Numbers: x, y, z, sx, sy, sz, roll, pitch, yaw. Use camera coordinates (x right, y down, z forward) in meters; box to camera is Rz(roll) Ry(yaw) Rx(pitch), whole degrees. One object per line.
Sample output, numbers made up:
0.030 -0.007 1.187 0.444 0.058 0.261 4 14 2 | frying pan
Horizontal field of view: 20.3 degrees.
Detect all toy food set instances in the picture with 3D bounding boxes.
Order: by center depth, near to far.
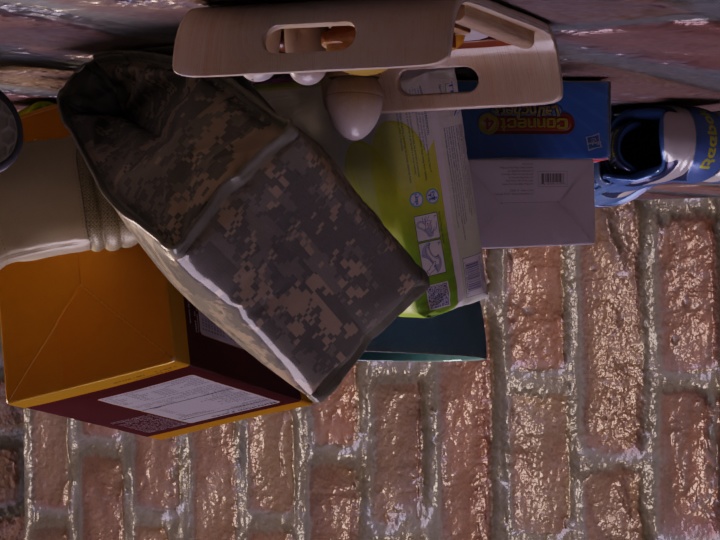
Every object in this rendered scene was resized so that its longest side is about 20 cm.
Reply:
0.010 -0.102 1.040 0.142 0.061 0.200 -1 180 21 | toy food set

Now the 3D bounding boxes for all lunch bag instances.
-0.078 -0.041 1.176 0.200 0.118 0.164 37 171 48 | lunch bag

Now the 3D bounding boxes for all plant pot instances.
0.000 0.000 1.570 0.198 0.136 0.200 1 175 0 | plant pot

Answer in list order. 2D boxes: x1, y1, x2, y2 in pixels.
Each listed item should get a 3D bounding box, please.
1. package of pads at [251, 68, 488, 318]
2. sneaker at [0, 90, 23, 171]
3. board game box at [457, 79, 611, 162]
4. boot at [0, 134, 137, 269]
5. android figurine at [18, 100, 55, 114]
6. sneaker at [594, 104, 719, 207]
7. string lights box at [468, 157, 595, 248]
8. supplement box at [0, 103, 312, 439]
-0.008 -0.054 1.289 0.068 0.156 0.199 -15 -170 -36 | package of pads
-0.311 -0.083 1.217 0.200 0.078 0.146 6 170 -16 | sneaker
0.061 -0.101 1.464 0.198 0.056 0.196 -1 179 -8 | board game box
-0.228 -0.067 1.291 0.154 0.073 0.200 -14 -141 -11 | boot
-0.178 -0.105 1.551 0.180 0.042 0.200 -1 179 -21 | android figurine
0.215 -0.097 1.633 0.082 0.075 0.199 2 171 -36 | sneaker
0.064 -0.044 1.380 0.102 0.060 0.200 -2 180 -27 | string lights box
-0.144 -0.001 1.408 0.132 0.199 0.200 -14 162 22 | supplement box
